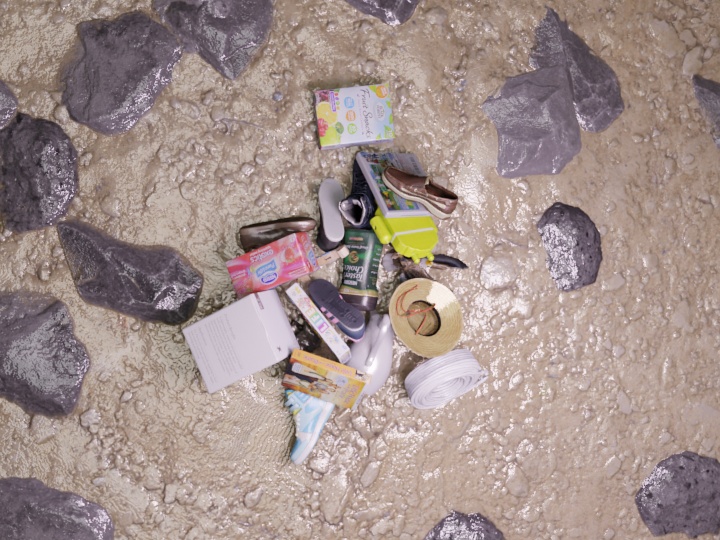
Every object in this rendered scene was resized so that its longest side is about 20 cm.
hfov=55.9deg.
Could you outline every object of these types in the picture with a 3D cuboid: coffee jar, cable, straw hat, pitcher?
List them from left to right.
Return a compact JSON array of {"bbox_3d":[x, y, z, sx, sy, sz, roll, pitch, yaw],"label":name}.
[{"bbox_3d":[0.000,0.000,1.723,0.102,0.085,0.205,4,87,24],"label":"coffee jar"},{"bbox_3d":[0.029,0.202,1.685,0.119,0.172,0.203,22,85,3],"label":"pitcher"},{"bbox_3d":[0.150,0.121,1.679,0.197,0.085,0.206,5,73,-17],"label":"straw hat"},{"bbox_3d":[0.205,0.271,1.698,0.199,0.199,0.070,-38,56,20],"label":"cable"}]

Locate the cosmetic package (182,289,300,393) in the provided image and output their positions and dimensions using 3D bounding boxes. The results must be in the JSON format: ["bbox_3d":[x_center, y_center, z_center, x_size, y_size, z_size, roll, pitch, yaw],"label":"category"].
[{"bbox_3d":[-0.279,0.164,1.615,0.197,0.165,0.168,-25,87,13],"label":"cosmetic package"}]

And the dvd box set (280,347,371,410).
[{"bbox_3d":[-0.084,0.263,1.627,0.196,0.147,0.030,20,51,-5],"label":"dvd box set"}]

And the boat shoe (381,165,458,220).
[{"bbox_3d":[0.149,-0.207,1.652,0.200,0.075,0.075,28,45,-5],"label":"boat shoe"}]

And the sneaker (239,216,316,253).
[{"bbox_3d":[-0.206,-0.088,1.725,0.195,0.071,0.077,-8,106,-3],"label":"sneaker"}]

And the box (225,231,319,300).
[{"bbox_3d":[-0.212,-0.011,1.648,0.197,0.095,0.105,-20,90,16],"label":"box"}]

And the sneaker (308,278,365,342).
[{"bbox_3d":[-0.061,0.102,1.673,0.069,0.083,0.200,-30,52,-20],"label":"sneaker"}]

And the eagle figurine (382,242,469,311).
[{"bbox_3d":[0.161,-0.007,1.731,0.199,0.152,0.152,37,107,-21],"label":"eagle figurine"}]

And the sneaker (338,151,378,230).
[{"bbox_3d":[-0.002,-0.205,1.703,0.075,0.146,0.207,-6,88,22],"label":"sneaker"}]

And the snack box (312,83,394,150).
[{"bbox_3d":[-0.018,-0.398,1.758,0.196,0.053,0.146,-7,90,-8],"label":"snack box"}]

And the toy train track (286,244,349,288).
[{"bbox_3d":[-0.118,-0.008,1.696,0.197,0.033,0.115,-25,121,19],"label":"toy train track"}]

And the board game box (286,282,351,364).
[{"bbox_3d":[-0.097,0.130,1.619,0.034,0.135,0.201,-38,77,-9],"label":"board game box"}]

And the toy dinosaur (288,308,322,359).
[{"bbox_3d":[-0.139,0.171,1.724,0.102,0.077,0.201,39,78,-16],"label":"toy dinosaur"}]

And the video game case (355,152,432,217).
[{"bbox_3d":[0.099,-0.216,1.702,0.179,0.022,0.202,-5,56,-32],"label":"video game case"}]

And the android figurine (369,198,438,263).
[{"bbox_3d":[0.113,-0.104,1.656,0.179,0.041,0.202,-11,61,-36],"label":"android figurine"}]

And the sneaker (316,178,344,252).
[{"bbox_3d":[-0.083,-0.135,1.735,0.069,0.100,0.203,5,56,-16],"label":"sneaker"}]

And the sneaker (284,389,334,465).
[{"bbox_3d":[-0.156,0.372,1.704,0.129,0.079,0.202,30,75,-8],"label":"sneaker"}]
